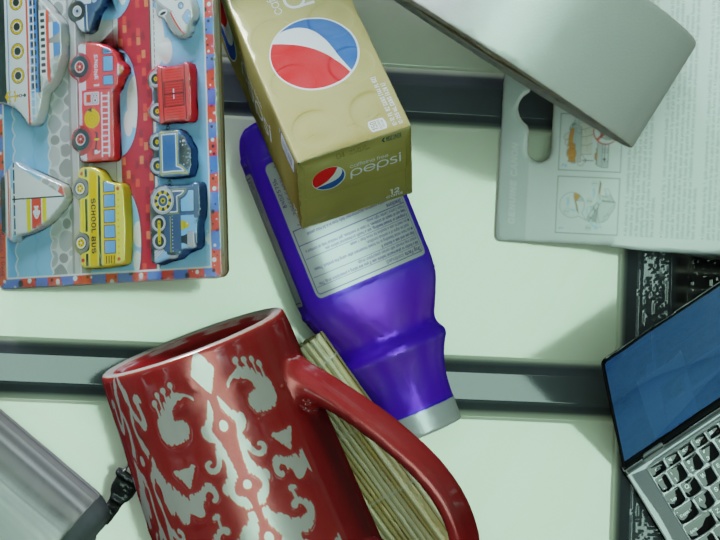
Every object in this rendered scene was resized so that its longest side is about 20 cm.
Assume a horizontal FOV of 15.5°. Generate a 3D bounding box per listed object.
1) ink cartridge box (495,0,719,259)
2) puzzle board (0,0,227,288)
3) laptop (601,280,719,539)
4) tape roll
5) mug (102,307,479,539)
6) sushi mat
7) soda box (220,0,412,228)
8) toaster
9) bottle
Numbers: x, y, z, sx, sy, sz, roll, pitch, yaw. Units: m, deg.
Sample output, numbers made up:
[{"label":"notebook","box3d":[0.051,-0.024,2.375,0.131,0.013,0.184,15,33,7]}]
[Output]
[{"label":"ink cartridge box","box3d":[0.184,-0.089,1.567,0.198,0.047,0.161,3,87,8]},{"label":"puzzle board","box3d":[-0.144,-0.094,1.474,0.150,0.017,0.202,-3,87,28]},{"label":"laptop","box3d":[0.252,0.088,1.522,0.187,0.116,0.201,-32,92,-8]},{"label":"tape roll","box3d":[0.085,-0.149,1.461,0.202,0.202,0.071,32,93,-6]},{"label":"mug","box3d":[-0.039,0.124,1.459,0.176,0.133,0.201,-21,95,-4]},{"label":"sushi mat","box3d":[-0.001,0.136,1.512,0.095,0.012,0.200,-35,93,28]},{"label":"soda box","box3d":[-0.036,-0.126,1.469,0.067,0.064,0.201,-18,58,-9]},{"label":"toaster","box3d":[-0.228,0.145,1.451,0.129,0.114,0.200,43,82,-2]},{"label":"bottle","box3d":[0.000,0.000,1.515,0.083,0.065,0.201,-23,91,-12]}]
